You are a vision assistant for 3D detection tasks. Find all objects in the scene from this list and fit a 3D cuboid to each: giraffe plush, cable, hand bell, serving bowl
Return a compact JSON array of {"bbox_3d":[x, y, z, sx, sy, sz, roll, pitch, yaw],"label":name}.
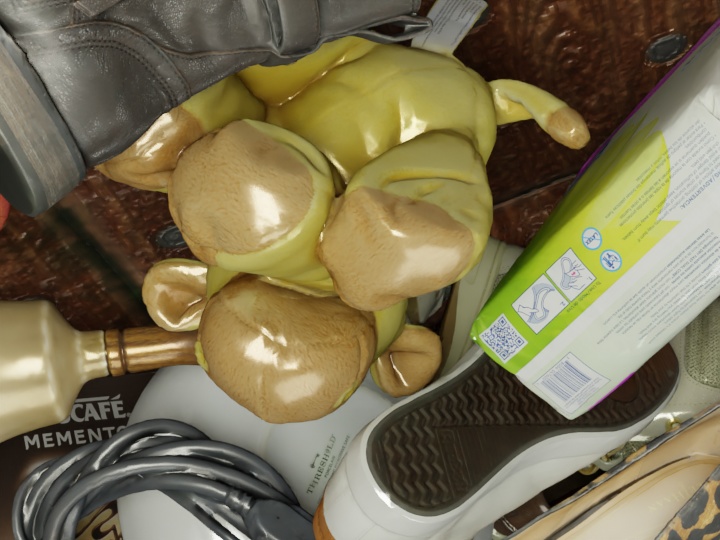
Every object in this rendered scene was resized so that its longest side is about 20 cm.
[{"bbox_3d":[-0.022,-0.013,0.713,0.200,0.172,0.163,-31,150,-49],"label":"giraffe plush"},{"bbox_3d":[-0.077,0.160,0.821,0.164,0.200,0.051,-56,178,26],"label":"cable"},{"bbox_3d":[-0.103,0.035,0.807,0.199,0.105,0.104,-9,151,-2],"label":"hand bell"},{"bbox_3d":[-0.017,0.106,0.893,0.199,0.201,0.066,-5,162,-23],"label":"serving bowl"}]

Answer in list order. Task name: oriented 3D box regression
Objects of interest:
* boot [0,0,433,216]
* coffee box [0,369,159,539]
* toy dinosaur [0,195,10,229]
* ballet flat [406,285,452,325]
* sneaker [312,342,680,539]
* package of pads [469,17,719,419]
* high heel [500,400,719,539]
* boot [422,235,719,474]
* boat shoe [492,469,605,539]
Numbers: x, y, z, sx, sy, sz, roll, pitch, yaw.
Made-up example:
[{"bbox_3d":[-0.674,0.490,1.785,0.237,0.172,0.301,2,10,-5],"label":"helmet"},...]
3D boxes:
[{"bbox_3d":[-0.077,-0.131,0.573,0.174,0.069,0.201,-34,114,-20],"label":"boot"},{"bbox_3d":[-0.142,0.161,0.930,0.112,0.201,0.080,-5,153,-24],"label":"coffee box"},{"bbox_3d":[-0.242,-0.008,0.749,0.181,0.106,0.200,-19,-168,-24],"label":"toy dinosaur"},{"bbox_3d":[0.000,0.000,0.865,0.072,0.072,0.200,-27,150,17],"label":"ballet flat"},{"bbox_3d":[0.055,0.070,0.778,0.199,0.073,0.085,-20,159,-39],"label":"sneaker"},{"bbox_3d":[0.142,-0.041,0.757,0.155,0.068,0.200,-47,-179,34],"label":"package of pads"},{"bbox_3d":[0.091,0.105,0.750,0.199,0.071,0.143,4,119,-43],"label":"high heel"},{"bbox_3d":[0.102,0.086,0.845,0.154,0.201,0.072,14,153,4],"label":"boot"},{"bbox_3d":[0.143,0.095,1.029,0.202,0.075,0.075,-35,-169,-39],"label":"boat shoe"}]
